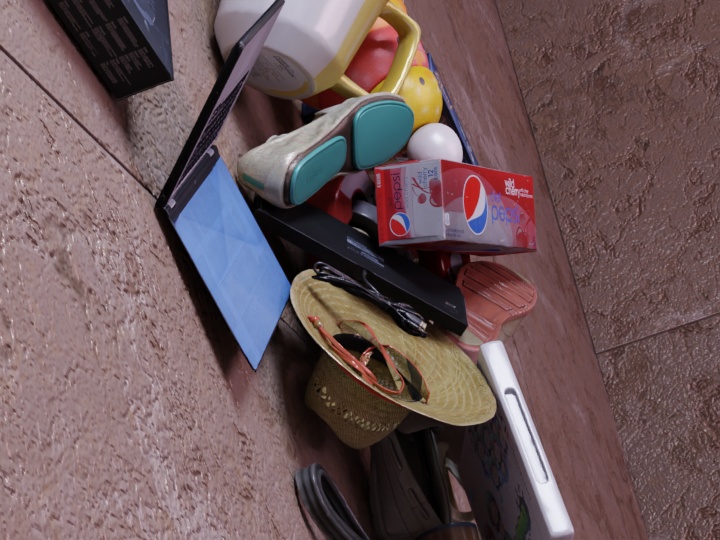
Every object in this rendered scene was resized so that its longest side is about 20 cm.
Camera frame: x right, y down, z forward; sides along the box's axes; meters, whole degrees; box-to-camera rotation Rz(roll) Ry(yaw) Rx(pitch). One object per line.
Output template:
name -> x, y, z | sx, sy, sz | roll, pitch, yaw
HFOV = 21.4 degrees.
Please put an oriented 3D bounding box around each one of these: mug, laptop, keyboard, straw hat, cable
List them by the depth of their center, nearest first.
laptop -> -0.067, -0.067, 1.357 | 0.115, 0.201, 0.187 | 28, 18, -3
cable -> 0.000, 0.228, 1.434 | 0.200, 0.050, 0.098 | 45, 30, -39
straw hat -> 0.002, 0.090, 1.477 | 0.200, 0.085, 0.201 | 30, 18, -11
keyboard -> 0.000, 0.000, 1.527 | 0.199, 0.021, 0.127 | 28, 20, -12
mug -> -0.033, -0.221, 1.590 | 0.149, 0.185, 0.154 | 124, -11, -68

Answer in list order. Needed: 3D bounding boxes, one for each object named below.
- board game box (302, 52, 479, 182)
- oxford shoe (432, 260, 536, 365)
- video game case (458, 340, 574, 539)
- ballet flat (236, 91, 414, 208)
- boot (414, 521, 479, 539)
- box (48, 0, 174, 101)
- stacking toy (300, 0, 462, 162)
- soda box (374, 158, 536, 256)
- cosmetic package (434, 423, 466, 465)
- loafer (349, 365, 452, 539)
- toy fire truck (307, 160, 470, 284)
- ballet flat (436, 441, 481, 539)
board game box -> 0.043, -0.102, 1.863 | 0.035, 0.135, 0.201 | -92, 159, -54
oxford shoe -> 0.096, 0.049, 1.654 | 0.071, 0.074, 0.200 | 32, 28, 12
video game case -> 0.123, 0.187, 1.554 | 0.201, 0.024, 0.183 | 94, -19, -53
ballet flat -> -0.029, -0.108, 1.564 | 0.200, 0.062, 0.068 | -30, 132, -52
boot -> 0.081, 0.283, 1.568 | 0.200, 0.074, 0.098 | 73, 3, -64
box -> -0.187, -0.235, 1.245 | 0.200, 0.043, 0.161 | 59, 17, -46
stacking toy -> 0.027, -0.156, 1.716 | 0.200, 0.146, 0.146 | 50, 3, 23
soda box -> 0.084, -0.052, 1.616 | 0.200, 0.063, 0.071 | 5, 81, -63
cosmetic package -> 0.102, 0.142, 1.752 | 0.083, 0.050, 0.200 | 65, -15, -22
loafer -> 0.038, 0.126, 1.568 | 0.070, 0.069, 0.202 | -3, 80, -53
toy fire truck -> 0.009, 0.007, 1.650 | 0.201, 0.111, 0.169 | 60, 35, -39
ballet flat -> 0.089, 0.236, 1.721 | 0.070, 0.069, 0.201 | -85, 154, -63
